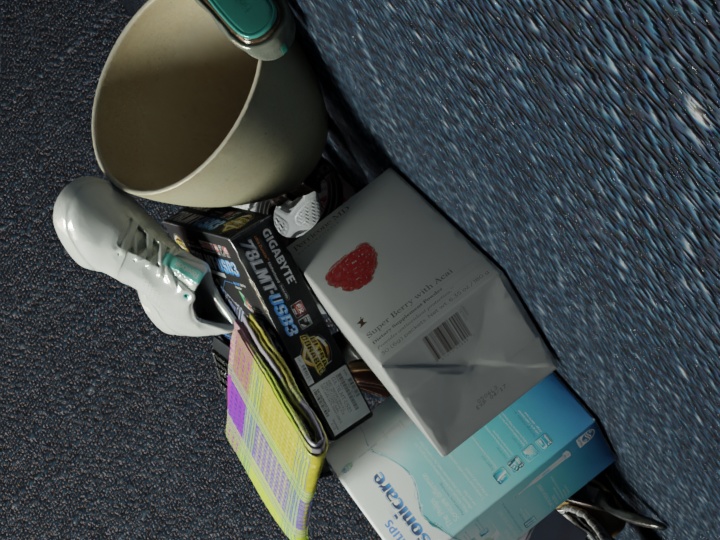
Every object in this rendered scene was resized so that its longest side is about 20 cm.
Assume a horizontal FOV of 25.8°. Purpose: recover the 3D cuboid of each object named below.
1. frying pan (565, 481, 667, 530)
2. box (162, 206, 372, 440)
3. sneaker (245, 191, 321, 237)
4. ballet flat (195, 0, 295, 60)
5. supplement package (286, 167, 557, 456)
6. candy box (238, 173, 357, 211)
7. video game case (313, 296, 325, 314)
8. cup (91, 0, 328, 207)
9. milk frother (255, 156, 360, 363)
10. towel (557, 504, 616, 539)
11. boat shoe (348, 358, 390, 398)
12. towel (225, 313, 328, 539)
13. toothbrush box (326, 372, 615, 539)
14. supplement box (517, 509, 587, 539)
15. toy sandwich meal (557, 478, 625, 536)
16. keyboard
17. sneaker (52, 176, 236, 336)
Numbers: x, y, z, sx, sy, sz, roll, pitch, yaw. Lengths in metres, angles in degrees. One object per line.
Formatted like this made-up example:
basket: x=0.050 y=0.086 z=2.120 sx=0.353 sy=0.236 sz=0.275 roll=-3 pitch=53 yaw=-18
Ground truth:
frying pan: x=0.188 y=0.199 z=1.410 sx=0.114 sy=0.031 sz=0.190 roll=16 pitch=171 yaw=-13
box: x=-0.086 y=0.039 z=1.375 sx=0.199 sy=0.050 sz=0.200 roll=65 pitch=161 yaw=-15
sneaker: x=-0.082 y=-0.100 z=1.576 sx=0.115 sy=0.075 sz=0.201 roll=-116 pitch=30 yaw=-60
ballet flat: x=-0.122 y=-0.242 z=1.226 sx=0.200 sy=0.067 sz=0.064 roll=52 pitch=-176 yaw=14
supplement package: x=0.045 y=0.029 z=1.278 sx=0.120 sy=0.121 sz=0.200 roll=55 pitch=175 yaw=-37
candy box: x=-0.074 y=-0.071 z=1.689 sx=0.136 sy=0.061 sz=0.200 roll=-15 pitch=-126 yaw=-47
video game case: x=-0.046 y=-0.031 z=1.731 sx=0.181 sy=0.022 sz=0.200 roll=-5 pitch=-134 yaw=-40
cup: x=-0.111 y=-0.135 z=1.341 sx=0.143 sy=0.201 sz=0.200 roll=27 pitch=-163 yaw=-47
milk frother: x=0.000 y=0.000 z=1.526 sx=0.188 sy=0.179 sz=0.201 roll=66 pitch=-164 yaw=-73
towel: x=0.261 y=0.321 z=1.480 sx=0.166 sy=0.086 sz=0.200 roll=43 pitch=-179 yaw=-27
boat shoe: x=0.080 y=0.131 z=1.443 sx=0.199 sy=0.072 sz=0.072 roll=15 pitch=169 yaw=0
towel: x=-0.073 y=0.141 z=1.335 sx=0.144 sy=0.023 sz=0.201 roll=56 pitch=156 yaw=27
toothbrush box: x=0.090 y=0.158 z=1.333 sx=0.147 sy=0.200 sz=0.085 roll=49 pitch=175 yaw=37
supplement box: x=0.096 y=0.213 z=1.433 sx=0.199 sy=0.061 sz=0.109 roll=21 pitch=168 yaw=36
toy sandwich meal: x=0.178 y=0.204 z=1.584 sx=0.204 sy=0.071 sz=0.206 roll=20 pitch=152 yaw=11
keyboard: x=-0.079 y=0.139 z=1.402 sx=0.200 sy=0.021 sz=0.128 roll=30 pitch=143 yaw=59
sneaker: x=-0.171 y=-0.010 z=1.322 sx=0.088 sy=0.076 sz=0.200 roll=12 pitch=156 yaw=42
